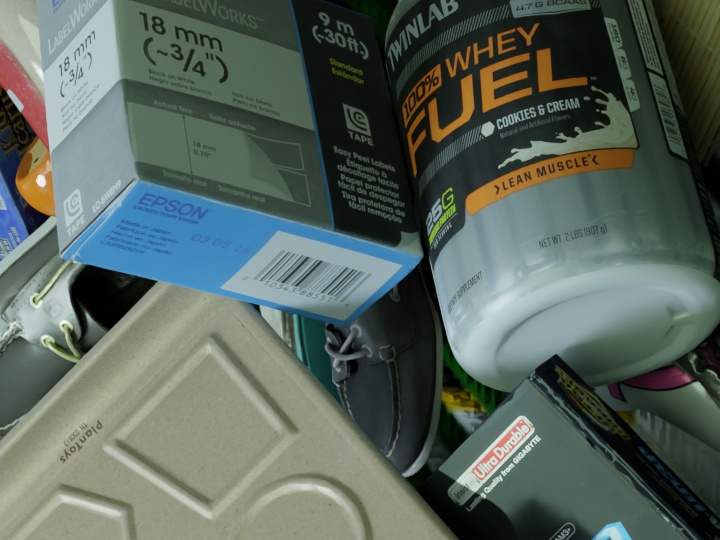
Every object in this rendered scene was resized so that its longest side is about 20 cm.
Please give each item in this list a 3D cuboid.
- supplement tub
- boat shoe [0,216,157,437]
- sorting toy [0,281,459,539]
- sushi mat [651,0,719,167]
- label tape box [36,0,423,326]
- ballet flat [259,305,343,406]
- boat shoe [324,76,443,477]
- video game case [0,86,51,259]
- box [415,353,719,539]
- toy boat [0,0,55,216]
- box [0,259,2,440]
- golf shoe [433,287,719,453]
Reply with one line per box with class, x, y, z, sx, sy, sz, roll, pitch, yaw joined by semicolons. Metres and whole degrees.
supplement tub;0.079;-0.059;0.923;0.122;0.122;0.201;-29;59;29
boat shoe;-0.143;0.012;1.106;0.202;0.072;0.060;-51;46;10
sorting toy;-0.071;0.123;0.883;0.185;0.036;0.200;-45;62;3
sushi mat;0.150;-0.144;0.942;0.096;0.012;0.200;44;139;25
label tape box;-0.062;-0.086;0.925;0.063;0.144;0.201;-42;46;39
ballet flat;-0.028;0.000;1.091;0.062;0.067;0.201;-20;79;58
boat shoe;0.000;0.000;1.033;0.067;0.057;0.201;-28;57;53
video game case;-0.255;-0.098;1.107;0.181;0.046;0.200;14;141;27
box;0.066;0.160;0.880;0.159;0.046;0.200;46;109;8
toy boat;-0.122;-0.071;1.020;0.131;0.130;0.200;-36;90;39
box;-0.301;0.035;1.146;0.152;0.200;0.107;19;104;42
golf shoe;0.117;0.035;0.997;0.200;0.072;0.092;39;116;32
